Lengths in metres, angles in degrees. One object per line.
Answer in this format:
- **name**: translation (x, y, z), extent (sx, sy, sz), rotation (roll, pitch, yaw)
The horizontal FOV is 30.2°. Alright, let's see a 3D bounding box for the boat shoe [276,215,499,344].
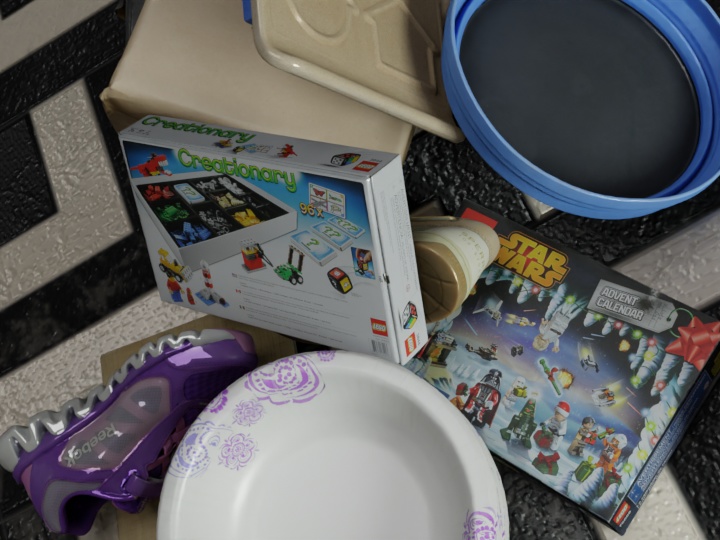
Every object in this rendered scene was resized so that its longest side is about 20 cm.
- **boat shoe**: translation (0.000, 0.000, 0.860), extent (0.200, 0.072, 0.065), rotation (-8, 22, 43)

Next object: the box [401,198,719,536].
- **box**: translation (0.112, 0.054, 0.832), extent (0.200, 0.040, 0.137), rotation (28, 80, 32)

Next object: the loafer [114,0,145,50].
- **loafer**: translation (-0.168, -0.221, 1.069), extent (0.072, 0.073, 0.200), rotation (-19, 60, 20)

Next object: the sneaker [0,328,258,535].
- **sneaker**: translation (-0.146, 0.112, 0.889), extent (0.200, 0.080, 0.089), rotation (-32, 65, 13)

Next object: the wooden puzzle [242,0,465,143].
- **wooden puzzle**: translation (-0.015, -0.181, 0.808), extent (0.046, 0.185, 0.200), rotation (-21, 68, 33)

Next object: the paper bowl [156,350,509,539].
- **paper bowl**: translation (-0.012, 0.154, 0.792), extent (0.200, 0.104, 0.201), rotation (-3, 75, 12)

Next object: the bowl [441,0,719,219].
- **bowl**: translation (0.145, -0.122, 0.837), extent (0.200, 0.039, 0.201), rotation (7, 63, -14)

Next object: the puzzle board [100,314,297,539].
- **puzzle board**: translation (-0.102, 0.125, 0.913), extent (0.150, 0.017, 0.200), rotation (-20, 61, 14)

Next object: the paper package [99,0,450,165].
- **paper package**: translation (-0.048, -0.155, 0.918), extent (0.200, 0.103, 0.191), rotation (18, 74, 2)

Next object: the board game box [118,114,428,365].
- **board game box**: translation (-0.056, -0.022, 0.819), extent (0.200, 0.126, 0.035), rotation (13, 36, 34)
